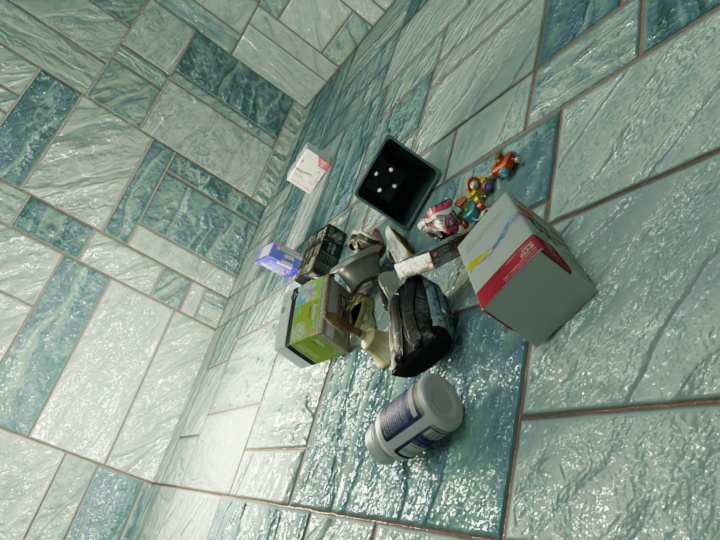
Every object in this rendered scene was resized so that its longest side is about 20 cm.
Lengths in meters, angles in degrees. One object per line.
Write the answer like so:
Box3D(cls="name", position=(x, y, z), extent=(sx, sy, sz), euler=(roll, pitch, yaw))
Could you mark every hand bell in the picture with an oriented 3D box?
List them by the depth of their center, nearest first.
Box3D(cls="hand bell", position=(-0.008, 0.150, 1.383), extent=(0.104, 0.197, 0.106), euler=(-45, 26, 29))

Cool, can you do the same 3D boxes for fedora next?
Box3D(cls="fedora", position=(0.000, 0.000, 1.651), extent=(0.173, 0.092, 0.200), euler=(-26, -2, -17))

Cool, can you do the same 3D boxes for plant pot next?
Box3D(cls="plant pot", position=(0.091, -0.268, 1.688), extent=(0.199, 0.193, 0.200), euler=(-58, 14, 6))

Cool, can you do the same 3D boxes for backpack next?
Box3D(cls="backpack", position=(0.129, 0.109, 1.230), extent=(0.164, 0.150, 0.204), euler=(-48, 45, 35))

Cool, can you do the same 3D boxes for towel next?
Box3D(cls="towel", position=(0.007, -0.026, 1.800), extent=(0.202, 0.022, 0.145), euler=(-55, 22, 17))

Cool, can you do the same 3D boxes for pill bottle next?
Box3D(cls="pill bottle", position=(0.097, 0.296, 1.092), extent=(0.200, 0.109, 0.113), euler=(-45, 26, 34))

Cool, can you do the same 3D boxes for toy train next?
Box3D(cls="toy train", position=(0.282, -0.193, 1.296), extent=(0.203, 0.055, 0.150), euler=(-60, 14, -24))

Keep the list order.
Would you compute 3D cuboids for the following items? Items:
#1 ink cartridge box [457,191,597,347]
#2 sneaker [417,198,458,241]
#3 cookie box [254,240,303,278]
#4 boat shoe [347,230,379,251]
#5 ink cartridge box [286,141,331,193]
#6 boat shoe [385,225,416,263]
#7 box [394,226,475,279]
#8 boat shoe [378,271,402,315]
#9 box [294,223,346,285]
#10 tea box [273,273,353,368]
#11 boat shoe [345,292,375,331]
Box3D(cls="ink cartridge box", position=(0.282, -0.007, 0.989), extent=(0.146, 0.143, 0.202), euler=(-50, 25, 24))
Box3D(cls="sneaker", position=(0.189, -0.107, 1.369), extent=(0.079, 0.077, 0.200), euler=(-23, -7, -3))
Box3D(cls="cookie box", position=(-0.339, -0.044, 2.405), extent=(0.198, 0.168, 0.077), euler=(-12, 54, 61))
Box3D(cls="boat shoe", position=(0.007, -0.085, 1.750), extent=(0.062, 0.070, 0.201), euler=(-65, 13, -1))
Box3D(cls="ink cartridge box", position=(-0.256, -0.505, 2.795), extent=(0.201, 0.144, 0.084), euler=(-50, 24, 27))
Box3D(cls="boat shoe", position=(0.098, -0.060, 1.568), extent=(0.070, 0.070, 0.201), euler=(-52, 24, 15))
Box3D(cls="box", position=(0.186, -0.044, 1.234), extent=(0.196, 0.041, 0.136), euler=(-26, 2, -31))
Box3D(cls="boat shoe", position=(0.091, 0.088, 1.421), extent=(0.202, 0.072, 0.062), euler=(-117, 17, -46))
Box3D(cls="box", position=(-0.149, -0.048, 2.089), extent=(0.163, 0.085, 0.205), euler=(-26, 41, 56))
Box3D(cls="tea box", position=(-0.136, 0.153, 1.675), extent=(0.193, 0.133, 0.205), euler=(-22, 46, 29))
Box3D(cls="boat shoe", position=(-0.002, 0.117, 1.593), extent=(0.074, 0.062, 0.201), euler=(-54, 22, 18))
